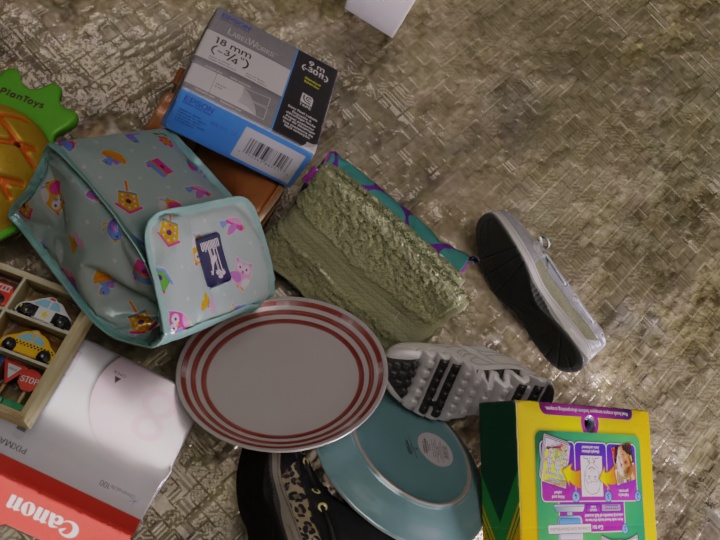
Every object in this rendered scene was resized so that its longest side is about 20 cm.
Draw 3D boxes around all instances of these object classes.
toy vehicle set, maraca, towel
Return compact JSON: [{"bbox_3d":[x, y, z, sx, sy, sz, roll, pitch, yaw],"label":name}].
[{"bbox_3d":[-0.352,0.048,0.824,0.199,0.027,0.125,19,61,6],"label":"toy vehicle set"},{"bbox_3d":[-0.350,-0.109,0.874,0.137,0.107,0.200,21,60,-6],"label":"maraca"},{"bbox_3d":[0.000,0.000,0.938,0.200,0.148,0.036,44,33,1],"label":"towel"}]

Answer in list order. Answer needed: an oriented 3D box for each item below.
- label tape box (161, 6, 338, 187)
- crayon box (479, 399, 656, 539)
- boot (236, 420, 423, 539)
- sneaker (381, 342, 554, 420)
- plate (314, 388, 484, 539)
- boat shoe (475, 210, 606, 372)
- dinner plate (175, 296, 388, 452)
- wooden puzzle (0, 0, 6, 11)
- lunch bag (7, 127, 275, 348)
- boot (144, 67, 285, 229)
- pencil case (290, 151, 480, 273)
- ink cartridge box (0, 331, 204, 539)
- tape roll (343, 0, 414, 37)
[{"bbox_3d":[-0.104,-0.201,0.962,0.144,0.063,0.200,25,48,-15],"label":"label tape box"},{"bbox_3d":[0.209,0.222,0.925,0.200,0.058,0.173,10,75,-35],"label":"crayon box"},{"bbox_3d":[-0.028,0.220,0.853,0.153,0.074,0.204,19,28,-25],"label":"boot"},{"bbox_3d":[0.101,0.108,0.953,0.200,0.075,0.081,16,23,-29],"label":"sneaker"},{"bbox_3d":[0.044,0.174,0.890,0.200,0.026,0.200,26,31,-17],"label":"plate"},{"bbox_3d":[0.202,0.017,1.043,0.065,0.074,0.202,-33,86,-34],"label":"boat shoe"},{"bbox_3d":[-0.074,0.098,0.881,0.199,0.024,0.200,0,40,0],"label":"dinner plate"},{"bbox_3d":[-0.471,-0.233,0.884,0.199,0.046,0.186,15,62,10],"label":"wooden puzzle"},{"bbox_3d":[-0.186,-0.027,0.848,0.200,0.122,0.170,46,29,13],"label":"lunch bag"},{"bbox_3d":[-0.150,-0.119,0.965,0.155,0.077,0.200,24,60,-11],"label":"boot"},{"bbox_3d":[0.023,-0.038,0.988,0.200,0.092,0.085,37,93,-1],"label":"pencil case"},{"bbox_3d":[-0.255,0.169,0.829,0.162,0.057,0.200,27,58,-8],"label":"ink cartridge box"},{"bbox_3d":[0.060,-0.376,1.077,0.071,0.202,0.203,31,62,-5],"label":"tape roll"}]
